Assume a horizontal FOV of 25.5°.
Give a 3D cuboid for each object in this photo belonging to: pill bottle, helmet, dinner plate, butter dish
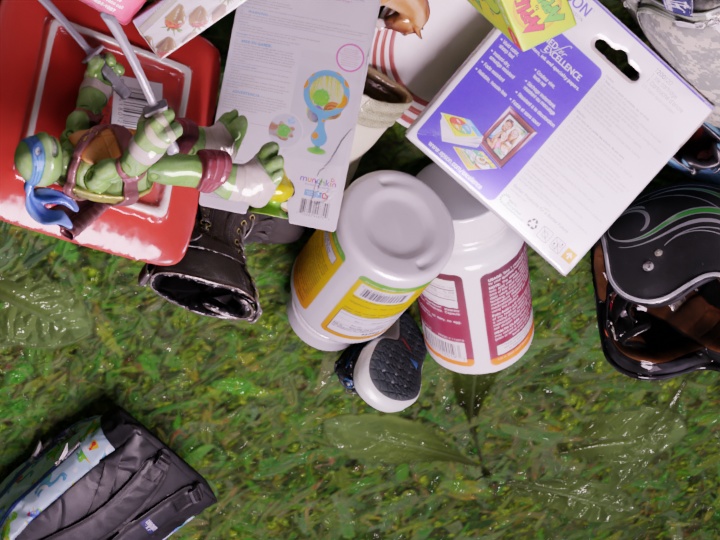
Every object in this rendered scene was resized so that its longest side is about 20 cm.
[{"bbox_3d":[0.106,-0.006,1.536,0.114,0.114,0.201,-17,133,-7],"label":"pill bottle"},{"bbox_3d":[0.331,0.010,1.571,0.190,0.200,0.201,-6,132,2],"label":"helmet"},{"bbox_3d":[0.099,-0.207,1.424,0.199,0.024,0.201,-11,131,-13],"label":"dinner plate"},{"bbox_3d":[-0.235,-0.111,1.295,0.199,0.201,0.148,17,163,-32],"label":"butter dish"},{"bbox_3d":[0.000,0.000,1.466,0.111,0.112,0.200,0,156,-22],"label":"pill bottle"}]

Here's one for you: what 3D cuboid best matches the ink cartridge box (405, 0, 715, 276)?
[{"bbox_3d":[0.175,-0.132,1.406,0.198,0.043,0.200,40,98,-12],"label":"ink cartridge box"}]

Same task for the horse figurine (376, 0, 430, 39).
[{"bbox_3d":[0.001,-0.274,1.294,0.132,0.050,0.201,5,128,-3],"label":"horse figurine"}]

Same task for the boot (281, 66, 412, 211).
[{"bbox_3d":[-0.067,-0.126,1.379,0.199,0.072,0.155,11,134,-37],"label":"boot"}]

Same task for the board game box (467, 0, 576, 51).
[{"bbox_3d":[0.102,-0.250,1.250,0.047,0.200,0.102,-27,115,0],"label":"board game box"}]

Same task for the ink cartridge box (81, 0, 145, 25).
[{"bbox_3d":[-0.180,-0.306,1.183,0.144,0.084,0.200,26,117,-37],"label":"ink cartridge box"}]

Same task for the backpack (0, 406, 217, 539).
[{"bbox_3d":[-0.274,0.237,1.588,0.200,0.154,0.163,-49,135,-7],"label":"backpack"}]

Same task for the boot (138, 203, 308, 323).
[{"bbox_3d":[-0.116,-0.014,1.398,0.199,0.174,0.069,12,124,-29],"label":"boot"}]

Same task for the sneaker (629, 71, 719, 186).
[{"bbox_3d":[0.327,-0.117,1.546,0.200,0.090,0.078,22,118,-38],"label":"sneaker"}]

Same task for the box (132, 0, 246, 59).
[{"bbox_3d":[-0.086,-0.237,1.238,0.200,0.041,0.039,-33,107,8],"label":"box"}]

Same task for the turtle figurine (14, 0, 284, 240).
[{"bbox_3d":[-0.152,-0.121,1.179,0.193,0.144,0.201,6,83,-40],"label":"turtle figurine"}]

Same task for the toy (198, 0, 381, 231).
[{"bbox_3d":[-0.057,-0.140,1.311,0.115,0.047,0.201,11,86,0],"label":"toy"}]

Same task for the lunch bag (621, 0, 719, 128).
[{"bbox_3d":[0.323,-0.221,1.401,0.139,0.168,0.200,-35,132,9],"label":"lunch bag"}]

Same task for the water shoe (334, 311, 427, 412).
[{"bbox_3d":[0.014,0.102,1.549,0.079,0.200,0.072,-32,95,18],"label":"water shoe"}]
